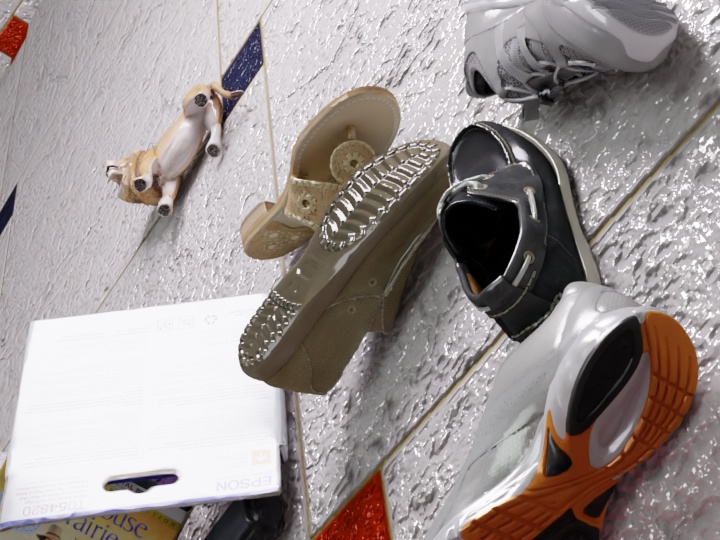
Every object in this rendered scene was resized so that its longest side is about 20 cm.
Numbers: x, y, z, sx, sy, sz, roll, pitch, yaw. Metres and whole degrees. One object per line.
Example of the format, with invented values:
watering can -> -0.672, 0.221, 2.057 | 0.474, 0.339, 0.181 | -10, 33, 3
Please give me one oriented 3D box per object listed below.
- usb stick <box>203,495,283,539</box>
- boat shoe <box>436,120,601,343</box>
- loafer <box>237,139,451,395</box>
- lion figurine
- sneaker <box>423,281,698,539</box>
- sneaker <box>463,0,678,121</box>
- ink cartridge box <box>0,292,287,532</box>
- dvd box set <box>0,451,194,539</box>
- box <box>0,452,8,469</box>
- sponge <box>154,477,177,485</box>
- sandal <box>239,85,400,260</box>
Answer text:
usb stick -> -0.116, 0.226, 0.925 | 0.200, 0.032, 0.056 | -53, 25, 28
boat shoe -> 0.078, -0.033, 0.727 | 0.072, 0.067, 0.201 | -55, 25, 26
loafer -> 0.000, 0.000, 0.854 | 0.200, 0.067, 0.076 | -49, 31, 2
lion figurine -> -0.187, -0.134, 1.330 | 0.200, 0.072, 0.123 | -42, 23, 17
sneaker -> 0.082, 0.095, 0.624 | 0.201, 0.075, 0.092 | -55, 20, 9
sneaker -> 0.116, -0.123, 0.741 | 0.200, 0.074, 0.083 | -142, 62, -70
ink cartridge box -> -0.152, 0.106, 0.932 | 0.201, 0.198, 0.041 | -95, -1, -48
dvd box set -> -0.234, 0.233, 0.983 | 0.201, 0.146, 0.029 | -61, -2, 6
box -> -0.268, 0.254, 1.032 | 0.060, 0.116, 0.202 | -42, -39, -84
sponge -> -0.186, 0.122, 1.145 | 0.112, 0.030, 0.200 | -65, 26, 9
sandal -> -0.024, -0.046, 0.948 | 0.212, 0.077, 0.070 | -45, 52, 48
